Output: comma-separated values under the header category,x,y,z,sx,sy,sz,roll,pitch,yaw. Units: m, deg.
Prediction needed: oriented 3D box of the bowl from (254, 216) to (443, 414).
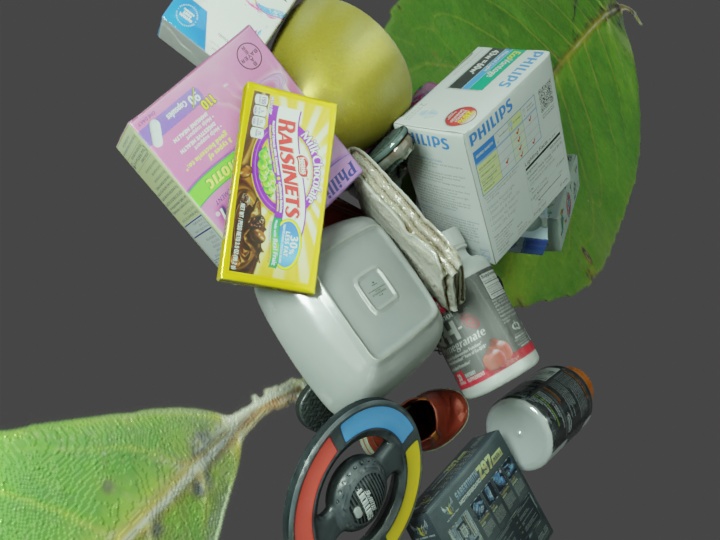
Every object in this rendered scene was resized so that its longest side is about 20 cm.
category,x,y,z,sx,sy,sz,roll,pitch,yaw
bowl,0.000,0.037,0.857,0.199,0.075,0.202,-31,84,-42

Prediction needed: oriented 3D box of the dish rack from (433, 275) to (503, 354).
category,x,y,z,sx,sy,sz,roll,pitch,yaw
dish rack,0.146,0.062,1.106,0.197,0.054,0.157,14,58,-39

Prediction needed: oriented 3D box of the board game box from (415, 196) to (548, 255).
category,x,y,z,sx,sy,sz,roll,pitch,yaw
board game box,0.183,-0.124,1.166,0.194,0.044,0.204,6,55,3

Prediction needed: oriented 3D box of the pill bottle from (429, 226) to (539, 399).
category,x,y,z,sx,sy,sz,roll,pitch,yaw
pill bottle,0.137,0.052,0.985,0.110,0.110,0.203,-19,79,-49

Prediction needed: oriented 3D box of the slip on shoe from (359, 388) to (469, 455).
category,x,y,z,sx,sy,sz,roll,pitch,yaw
slip on shoe,0.081,0.188,0.960,0.198,0.061,0.076,-3,68,-49

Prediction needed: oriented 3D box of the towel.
category,x,y,z,sx,sy,sz,roll,pitch,yaw
towel,0.052,-0.045,0.901,0.201,0.034,0.133,50,-9,25

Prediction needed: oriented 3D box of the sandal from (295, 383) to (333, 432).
category,x,y,z,sx,sy,sz,roll,pitch,yaw
sandal,-0.010,0.126,0.900,0.199,0.047,0.077,-28,119,-43

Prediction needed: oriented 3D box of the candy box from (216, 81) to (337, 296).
category,x,y,z,sx,sy,sz,roll,pitch,yaw
candy box,-0.083,-0.083,0.780,0.100,0.026,0.205,10,80,-21

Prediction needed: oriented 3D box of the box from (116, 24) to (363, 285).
category,x,y,z,sx,sy,sz,roll,pitch,yaw
box,-0.130,-0.121,0.833,0.176,0.096,0.201,-45,104,-23

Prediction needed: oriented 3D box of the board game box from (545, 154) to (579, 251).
category,x,y,z,sx,sy,sz,roll,pitch,yaw
board game box,0.274,-0.116,1.265,0.201,0.144,0.065,-58,141,-46

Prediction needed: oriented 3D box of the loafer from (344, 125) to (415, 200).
category,x,y,z,sx,sy,sz,roll,pitch,yaw
loafer,0.033,-0.129,0.985,0.063,0.200,0.072,44,73,-9

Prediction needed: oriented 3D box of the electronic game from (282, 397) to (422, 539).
category,x,y,z,sx,sy,sz,roll,pitch,yaw
electronic game,-0.002,0.233,0.800,0.197,0.041,0.205,-14,110,-43

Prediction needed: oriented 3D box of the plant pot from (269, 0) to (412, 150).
category,x,y,z,sx,sy,sz,roll,pitch,yaw
plant pot,-0.052,-0.213,0.965,0.200,0.199,0.143,45,60,-18

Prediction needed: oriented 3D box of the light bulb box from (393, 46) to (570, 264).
category,x,y,z,sx,sy,sz,roll,pitch,yaw
light bulb box,0.170,-0.158,1.023,0.198,0.123,0.203,-43,131,-27

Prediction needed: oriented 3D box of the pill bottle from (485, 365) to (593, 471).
category,x,y,z,sx,sy,sz,roll,pitch,yaw
pill bottle,0.273,0.204,1.118,0.198,0.105,0.108,-19,82,-50

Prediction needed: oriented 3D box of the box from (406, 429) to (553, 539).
category,x,y,z,sx,sy,sz,roll,pitch,yaw
box,0.153,0.322,0.968,0.199,0.051,0.160,-31,92,-49

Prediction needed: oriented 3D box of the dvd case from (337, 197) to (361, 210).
category,x,y,z,sx,sy,sz,roll,pitch,yaw
dvd case,-0.053,-0.017,0.965,0.141,0.017,0.204,25,53,-37

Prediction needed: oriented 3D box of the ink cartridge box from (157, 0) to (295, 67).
category,x,y,z,sx,sy,sz,roll,pitch,yaw
ink cartridge box,-0.144,-0.338,0.933,0.115,0.067,0.203,34,77,-15

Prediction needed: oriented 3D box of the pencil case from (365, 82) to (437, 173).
category,x,y,z,sx,sy,sz,roll,pitch,yaw
pencil case,0.067,-0.198,1.126,0.088,0.087,0.200,51,50,-11

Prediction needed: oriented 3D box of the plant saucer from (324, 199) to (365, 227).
category,x,y,z,sx,sy,sz,roll,pitch,yaw
plant saucer,0.000,0.000,0.971,0.197,0.036,0.204,17,56,-40
